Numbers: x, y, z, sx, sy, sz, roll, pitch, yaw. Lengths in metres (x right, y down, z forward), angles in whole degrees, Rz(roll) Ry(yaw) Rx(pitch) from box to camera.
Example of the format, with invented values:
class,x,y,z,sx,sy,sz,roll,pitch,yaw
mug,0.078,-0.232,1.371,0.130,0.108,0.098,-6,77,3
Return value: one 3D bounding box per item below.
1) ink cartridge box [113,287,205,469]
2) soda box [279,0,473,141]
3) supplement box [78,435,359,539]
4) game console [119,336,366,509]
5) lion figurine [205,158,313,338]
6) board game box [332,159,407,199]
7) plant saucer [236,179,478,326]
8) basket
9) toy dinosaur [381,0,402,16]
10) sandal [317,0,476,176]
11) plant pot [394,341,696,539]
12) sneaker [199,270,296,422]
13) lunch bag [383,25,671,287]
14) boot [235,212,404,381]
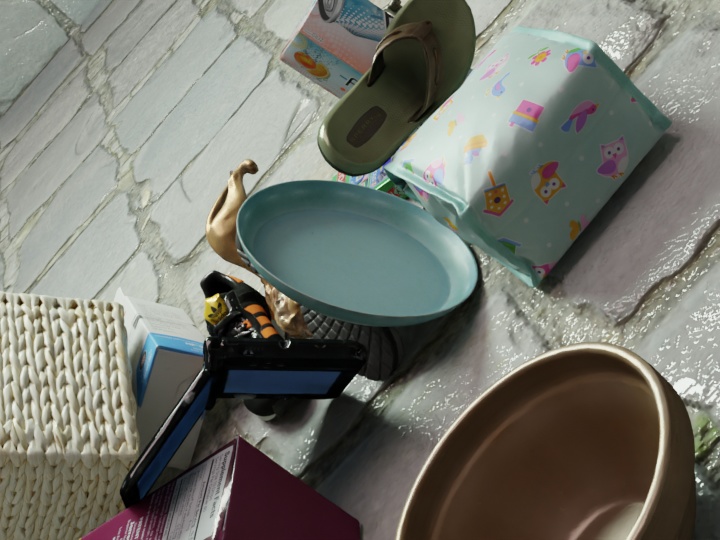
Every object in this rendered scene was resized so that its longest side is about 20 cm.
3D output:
class,x,y,z,sx,sy,sz,roll,pitch,yaw
ink cartridge box,-0.206,0.100,1.361,0.200,0.068,0.116,40,114,64
soda box,0.033,-0.169,1.221,0.068,0.200,0.064,-63,11,-23
supplement box,-0.117,0.230,1.009,0.200,0.131,0.103,-34,30,29
game console,-0.092,0.124,1.064,0.200,0.176,0.116,121,149,-74
lion figurine,-0.085,-0.018,1.295,0.200,0.072,0.122,28,65,30
board game box,0.029,-0.131,1.382,0.135,0.029,0.200,-36,29,29
plant saucer,-0.004,-0.012,1.118,0.200,0.200,0.027,-98,21,-58
basket,-0.304,0.149,1.273,0.198,0.161,0.200,114,150,-42
toy dinosaur,0.009,-0.261,1.563,0.200,0.077,0.102,23,87,59
sandal,0.038,-0.161,1.146,0.201,0.080,0.057,-57,-4,-26
plant pot,0.119,0.148,0.782,0.201,0.093,0.201,-38,27,23
sneaker,-0.109,0.065,1.267,0.070,0.090,0.200,-46,25,9
lunch bag,0.118,-0.102,1.089,0.170,0.122,0.200,-51,27,0
boot,0.000,0.000,1.182,0.132,0.200,0.070,-19,-33,-42
